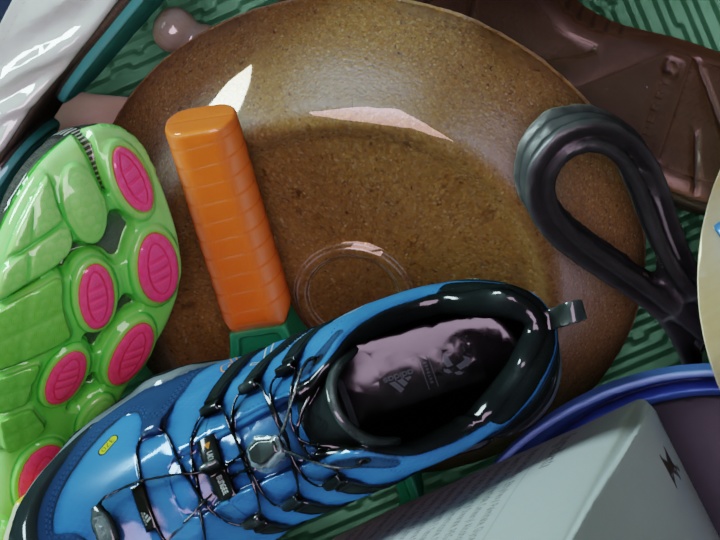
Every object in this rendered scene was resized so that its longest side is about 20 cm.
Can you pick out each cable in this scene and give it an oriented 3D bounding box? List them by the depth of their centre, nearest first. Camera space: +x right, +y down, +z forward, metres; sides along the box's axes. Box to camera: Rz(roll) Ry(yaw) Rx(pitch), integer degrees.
[{"bbox_3d":[0.118,0.010,1.035,0.200,0.050,0.097,30,113,-25],"label":"cable"}]

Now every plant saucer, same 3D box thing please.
[{"bbox_3d":[0.000,0.000,1.039,0.200,0.035,0.201,3,122,6],"label":"plant saucer"}]

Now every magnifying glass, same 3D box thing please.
[{"bbox_3d":[-0.030,0.033,1.033,0.079,0.022,0.200,-8,122,13],"label":"magnifying glass"}]

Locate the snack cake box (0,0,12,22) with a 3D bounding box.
[{"bbox_3d":[-0.121,-0.165,1.058,0.200,0.067,0.115,-29,72,4],"label":"snack cake box"}]

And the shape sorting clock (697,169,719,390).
[{"bbox_3d":[0.209,0.001,0.961,0.199,0.039,0.201,-5,70,14],"label":"shape sorting clock"}]

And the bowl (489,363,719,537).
[{"bbox_3d":[0.125,0.127,1.020,0.200,0.039,0.201,3,102,13],"label":"bowl"}]

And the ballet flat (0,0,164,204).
[{"bbox_3d":[-0.125,-0.066,1.016,0.069,0.069,0.200,37,107,2],"label":"ballet flat"}]

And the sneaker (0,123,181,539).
[{"bbox_3d":[-0.116,0.028,1.038,0.077,0.084,0.200,-12,135,-30],"label":"sneaker"}]

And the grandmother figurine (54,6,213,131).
[{"bbox_3d":[-0.063,-0.037,1.082,0.199,0.061,0.122,5,120,1],"label":"grandmother figurine"}]

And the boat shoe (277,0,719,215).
[{"bbox_3d":[0.059,-0.068,1.063,0.200,0.063,0.073,28,76,3],"label":"boat shoe"}]

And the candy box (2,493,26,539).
[{"bbox_3d":[-0.102,0.176,1.055,0.102,0.026,0.200,32,124,12],"label":"candy box"}]

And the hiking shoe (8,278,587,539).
[{"bbox_3d":[-0.026,0.049,0.962,0.200,0.087,0.075,-27,81,-7],"label":"hiking shoe"}]

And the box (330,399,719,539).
[{"bbox_3d":[0.063,0.173,0.919,0.130,0.200,0.199,-26,95,18],"label":"box"}]
